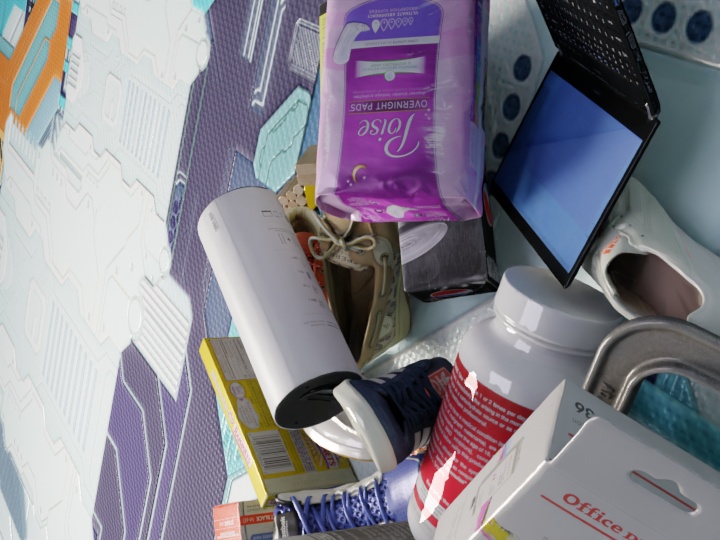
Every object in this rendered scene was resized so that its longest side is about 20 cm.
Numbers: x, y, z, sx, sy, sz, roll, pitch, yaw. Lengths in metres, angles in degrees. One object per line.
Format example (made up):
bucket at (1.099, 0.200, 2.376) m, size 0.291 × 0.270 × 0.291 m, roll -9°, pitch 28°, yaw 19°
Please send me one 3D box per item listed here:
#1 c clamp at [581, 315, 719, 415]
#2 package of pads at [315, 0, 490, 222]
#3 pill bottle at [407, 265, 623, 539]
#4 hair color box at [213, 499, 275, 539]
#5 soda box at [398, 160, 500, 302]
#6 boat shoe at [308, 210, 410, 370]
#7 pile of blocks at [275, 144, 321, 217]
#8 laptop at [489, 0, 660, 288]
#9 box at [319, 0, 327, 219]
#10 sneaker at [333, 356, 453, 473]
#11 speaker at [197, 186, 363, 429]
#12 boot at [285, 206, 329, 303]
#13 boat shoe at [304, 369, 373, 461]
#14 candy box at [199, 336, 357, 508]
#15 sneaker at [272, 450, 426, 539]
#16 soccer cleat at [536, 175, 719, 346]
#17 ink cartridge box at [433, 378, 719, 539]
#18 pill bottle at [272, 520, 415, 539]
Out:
c clamp at (0.201, 0.109, 0.572) m, size 0.169 × 0.027 × 0.202 m, roll 29°, pitch 131°, yaw 12°
package of pads at (0.032, -0.139, 0.725) m, size 0.118 × 0.076 × 0.204 m, roll 0°, pitch 81°, yaw 20°
pill bottle at (0.110, 0.106, 0.690) m, size 0.112 × 0.111 × 0.203 m, roll 41°, pitch 121°, yaw 49°
hair color box at (-0.073, 0.323, 0.955) m, size 0.064 × 0.109 × 0.204 m, roll -25°, pitch 69°, yaw 53°
soda box at (0.063, -0.081, 0.779) m, size 0.069 × 0.063 × 0.204 m, roll -8°, pitch 79°, yaw 15°
boat shoe at (0.000, 0.000, 0.829) m, size 0.073 × 0.063 × 0.202 m, roll 21°, pitch 138°, yaw 36°
pile of blocks at (-0.064, -0.057, 1.023) m, size 0.200 × 0.082 × 0.062 m, roll -42°, pitch 11°, yaw 36°
laptop at (0.113, -0.128, 0.654) m, size 0.201 × 0.102 × 0.178 m, roll 59°, pitch -176°, yaw -27°
box at (0.001, -0.145, 0.881) m, size 0.075 × 0.049 × 0.204 m, roll -10°, pitch 80°, yaw 54°
sneaker at (0.038, 0.100, 0.750) m, size 0.084 × 0.200 × 0.076 m, roll -31°, pitch 81°, yaw 4°
speaker at (-0.069, 0.028, 0.824) m, size 0.082 × 0.080 × 0.202 m, roll -56°, pitch 49°, yaw 38°
boot at (-0.056, 0.026, 0.906) m, size 0.201 × 0.074 × 0.109 m, roll -97°, pitch 6°, yaw -54°
boat shoe at (-0.024, 0.112, 0.927) m, size 0.199 × 0.070 × 0.071 m, roll 32°, pitch 114°, yaw 54°
candy box at (-0.086, 0.144, 0.991) m, size 0.027 × 0.101 × 0.201 m, roll -61°, pitch 42°, yaw 33°
sneaker at (-0.012, 0.223, 0.864) m, size 0.199 × 0.114 × 0.082 m, roll -39°, pitch 58°, yaw 48°
soccer cleat at (0.170, -0.014, 0.635) m, size 0.200 × 0.076 × 0.070 m, roll 47°, pitch 126°, yaw 47°
ink cartridge box at (0.130, 0.145, 0.570) m, size 0.201 × 0.115 × 0.068 m, roll -58°, pitch 3°, yaw 41°
pill bottle at (0.023, 0.247, 0.735) m, size 0.113 × 0.197 × 0.116 m, roll -4°, pitch 85°, yaw 57°
